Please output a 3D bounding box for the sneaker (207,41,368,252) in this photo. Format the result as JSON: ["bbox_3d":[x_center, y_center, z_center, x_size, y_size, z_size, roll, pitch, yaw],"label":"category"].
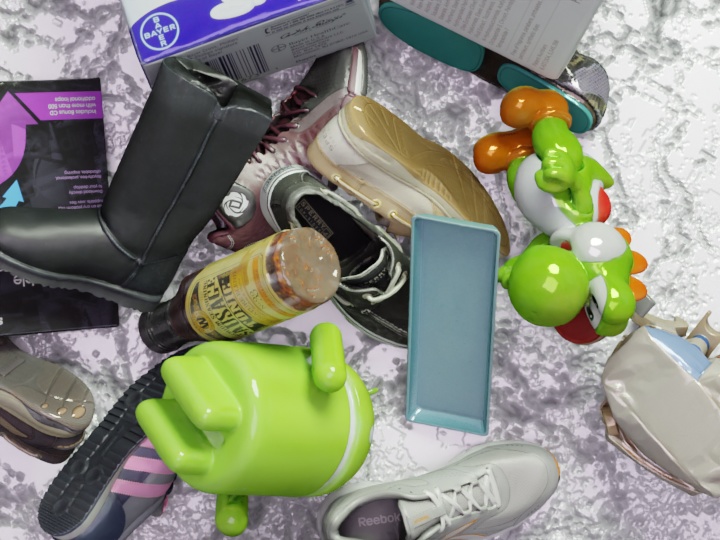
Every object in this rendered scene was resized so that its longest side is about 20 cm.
[{"bbox_3d":[-0.069,-0.103,1.723,0.115,0.076,0.201,15,90,-20],"label":"sneaker"}]

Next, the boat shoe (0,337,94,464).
[{"bbox_3d":[-0.302,0.088,1.735,0.200,0.074,0.074,34,125,19],"label":"boat shoe"}]

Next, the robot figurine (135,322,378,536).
[{"bbox_3d":[-0.072,0.115,1.692,0.116,0.199,0.176,49,117,37],"label":"robot figurine"}]

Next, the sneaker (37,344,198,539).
[{"bbox_3d":[-0.168,0.148,1.752,0.200,0.070,0.082,-47,134,-12],"label":"sneaker"}]

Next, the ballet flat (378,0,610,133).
[{"bbox_3d":[0.111,-0.181,1.748,0.200,0.072,0.072,29,90,0],"label":"ballet flat"}]

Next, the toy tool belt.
[{"bbox_3d":[0.239,0.085,1.731,0.200,0.123,0.125,44,105,12],"label":"toy tool belt"}]

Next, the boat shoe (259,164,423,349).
[{"bbox_3d":[0.000,0.000,1.706,0.071,0.064,0.200,-49,120,-2],"label":"boat shoe"}]

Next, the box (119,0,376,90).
[{"bbox_3d":[-0.104,-0.255,1.697,0.183,0.105,0.201,-19,72,0],"label":"box"}]

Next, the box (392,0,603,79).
[{"bbox_3d":[0.130,-0.292,1.647,0.171,0.200,0.200,26,67,0],"label":"box"}]

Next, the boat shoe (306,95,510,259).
[{"bbox_3d":[0.037,-0.061,1.716,0.069,0.074,0.200,-33,128,26],"label":"boat shoe"}]

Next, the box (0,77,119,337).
[{"bbox_3d":[-0.265,-0.048,1.726,0.142,0.036,0.201,-5,91,-31],"label":"box"}]

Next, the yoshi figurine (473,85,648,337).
[{"bbox_3d":[0.138,-0.036,1.666,0.112,0.112,0.201,-30,59,14],"label":"yoshi figurine"}]

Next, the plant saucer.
[{"bbox_3d":[0.072,0.041,1.708,0.070,0.019,0.201,10,128,13],"label":"plant saucer"}]

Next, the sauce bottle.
[{"bbox_3d":[-0.098,0.023,1.690,0.066,0.200,0.066,17,62,-35],"label":"sauce bottle"}]

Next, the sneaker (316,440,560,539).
[{"bbox_3d":[0.063,0.188,1.729,0.199,0.092,0.076,-18,91,0],"label":"sneaker"}]

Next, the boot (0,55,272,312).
[{"bbox_3d":[-0.177,-0.073,1.650,0.164,0.066,0.200,16,126,-29],"label":"boot"}]
